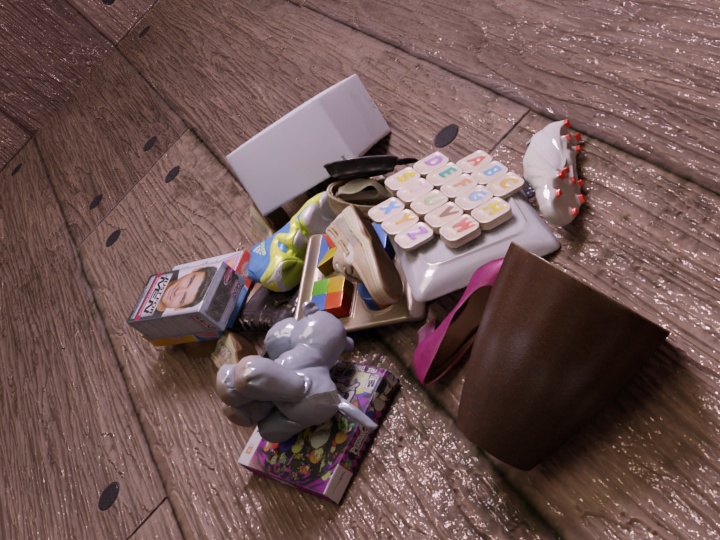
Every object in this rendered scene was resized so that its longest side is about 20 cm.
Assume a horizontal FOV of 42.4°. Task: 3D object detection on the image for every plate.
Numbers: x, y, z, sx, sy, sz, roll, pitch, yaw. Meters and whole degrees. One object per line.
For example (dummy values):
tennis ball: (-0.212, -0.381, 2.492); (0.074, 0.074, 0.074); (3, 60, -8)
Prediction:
plate: (0.139, -0.058, 1.242); (0.199, 0.032, 0.200); (-21, 38, 1)

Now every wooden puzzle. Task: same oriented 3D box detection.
wooden puzzle: (0.000, 0.000, 1.332); (0.199, 0.046, 0.186); (-9, 52, 24)

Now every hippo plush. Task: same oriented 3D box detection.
hippo plush: (-0.087, 0.114, 1.197); (0.200, 0.159, 0.161); (-18, 44, 37)

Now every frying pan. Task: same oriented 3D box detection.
frying pan: (0.013, -0.157, 1.429); (0.114, 0.190, 0.031); (-7, 89, 18)

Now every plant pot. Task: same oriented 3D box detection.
plant pot: (-0.248, 0.058, 1.615); (0.200, 0.027, 0.201); (-29, 38, 26)
plant pot: (0.191, 0.102, 0.978); (0.200, 0.187, 0.187); (-61, 34, 6)

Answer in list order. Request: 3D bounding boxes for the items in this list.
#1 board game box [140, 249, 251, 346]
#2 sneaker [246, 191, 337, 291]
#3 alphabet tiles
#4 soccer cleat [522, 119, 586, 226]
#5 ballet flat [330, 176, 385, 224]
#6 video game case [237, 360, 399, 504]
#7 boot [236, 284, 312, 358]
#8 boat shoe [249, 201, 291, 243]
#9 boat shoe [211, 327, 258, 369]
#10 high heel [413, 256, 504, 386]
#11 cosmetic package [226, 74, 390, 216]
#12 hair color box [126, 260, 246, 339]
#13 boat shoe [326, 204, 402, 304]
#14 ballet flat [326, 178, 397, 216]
board game box: (-0.277, 0.050, 1.595); (0.200, 0.040, 0.153); (-10, 49, 42)
sneaker: (-0.114, -0.052, 1.461); (0.105, 0.076, 0.200); (4, 45, 36)
alphabet tiles: (0.115, -0.100, 1.262); (0.195, 0.015, 0.200); (-28, 38, -11)
soccer cleat: (0.249, -0.121, 1.219); (0.077, 0.069, 0.200); (-28, 31, 34)
ballet flat: (-0.013, -0.077, 1.461); (0.075, 0.064, 0.201); (-10, 50, 43)
video game case: (-0.059, 0.205, 1.250); (0.200, 0.036, 0.182); (5, 60, 50)
boot: (-0.135, 0.087, 1.435); (0.174, 0.069, 0.200); (-3, 44, 48)
boat shoe: (-0.137, -0.048, 1.574); (0.200, 0.072, 0.065); (49, 131, 45)
boat shoe: (-0.185, 0.155, 1.417); (0.063, 0.073, 0.200); (-51, 23, 5)
high heel: (0.144, 0.064, 1.141); (0.200, 0.067, 0.096); (-46, 23, 28)
cosmetic package: (-0.084, -0.213, 1.556); (0.199, 0.123, 0.200); (-28, 12, 27)
hair color box: (-0.286, 0.051, 1.513); (0.200, 0.061, 0.099); (-9, 49, 42)
boat shoe: (0.000, -0.012, 1.255); (0.065, 0.072, 0.200); (-37, 39, 10)
ballet flat: (0.042, -0.112, 1.381); (0.199, 0.062, 0.068); (-6, 57, 18)
